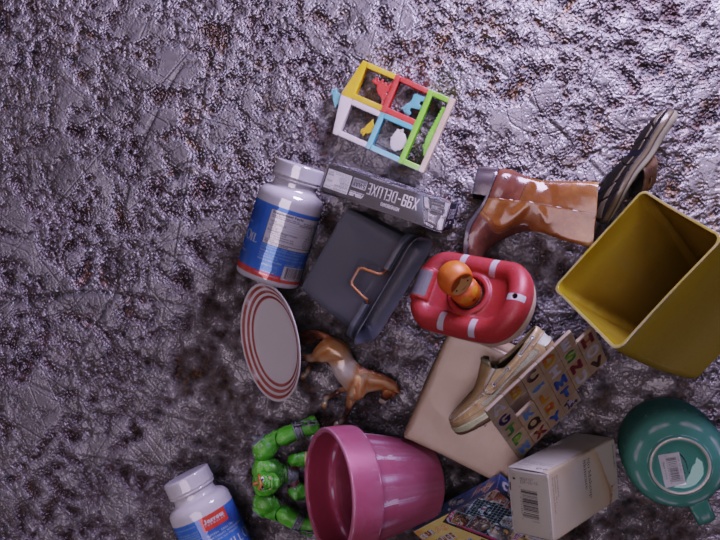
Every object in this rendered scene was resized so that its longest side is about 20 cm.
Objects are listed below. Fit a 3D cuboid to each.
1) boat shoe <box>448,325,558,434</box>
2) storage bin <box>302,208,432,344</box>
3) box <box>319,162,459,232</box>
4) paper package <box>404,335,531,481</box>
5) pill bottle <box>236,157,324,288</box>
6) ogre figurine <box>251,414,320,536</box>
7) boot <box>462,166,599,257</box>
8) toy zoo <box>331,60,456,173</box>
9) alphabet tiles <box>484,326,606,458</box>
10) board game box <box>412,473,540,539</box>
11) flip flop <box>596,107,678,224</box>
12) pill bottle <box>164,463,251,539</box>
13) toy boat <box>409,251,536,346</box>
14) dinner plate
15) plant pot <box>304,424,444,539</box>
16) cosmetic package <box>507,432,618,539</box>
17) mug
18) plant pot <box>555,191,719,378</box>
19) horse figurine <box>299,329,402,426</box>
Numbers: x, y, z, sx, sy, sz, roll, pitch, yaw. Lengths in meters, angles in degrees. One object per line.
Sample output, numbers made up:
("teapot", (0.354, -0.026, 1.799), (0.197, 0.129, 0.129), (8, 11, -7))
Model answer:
("boat shoe", (0.201, 0.159, 1.159), (0.200, 0.072, 0.076), (-40, 98, 1))
("storage bin", (0.000, 0.000, 1.269), (0.134, 0.145, 0.200), (33, 100, 18))
("box", (0.050, -0.116, 1.231), (0.199, 0.158, 0.050), (19, 98, 9))
("paper package", (0.195, 0.211, 1.255), (0.190, 0.103, 0.201), (24, 100, 9))
("pill bottle", (-0.128, -0.080, 1.296), (0.112, 0.112, 0.201), (19, 97, 10))
("ogre figurine", (-0.129, 0.357, 1.344), (0.119, 0.098, 0.201), (0, 110, -6))
("boot", (0.269, -0.062, 1.242), (0.199, 0.068, 0.189), (12, 86, 11))
("toy zoo", (0.041, -0.260, 1.291), (0.200, 0.020, 0.132), (26, 99, 9))
("alphabet tiles", (0.281, 0.175, 1.145), (0.200, 0.167, 0.008), (-42, 45, -5))
("board game box", (0.199, 0.417, 1.250), (0.135, 0.035, 0.200), (44, 127, -7))
("flip flop", (0.430, -0.154, 1.195), (0.057, 0.081, 0.200), (33, 95, -7))
("pill bottle", (-0.263, 0.448, 1.358), (0.112, 0.112, 0.200), (-26, 90, 13))
("toy boat", (0.156, 0.029, 1.152), (0.199, 0.131, 0.131), (11, 72, 34))
("dinner plate", (-0.147, 0.119, 1.309), (0.200, 0.024, 0.201), (18, 112, 53))
("plant pot", (0.027, 0.344, 1.248), (0.178, 0.200, 0.201), (-1, 96, -26))
("cosmetic package", (0.312, 0.324, 1.186), (0.073, 0.200, 0.104), (-3, 95, 46))
("mug", (0.492, 0.290, 1.191), (0.185, 0.114, 0.152), (31, 100, 8))
("plant pot", (0.446, 0.038, 1.136), (0.176, 0.200, 0.200), (35, 102, -25))
("horse figurine", (-0.041, 0.171, 1.322), (0.132, 0.050, 0.200), (-40, 90, 21))
